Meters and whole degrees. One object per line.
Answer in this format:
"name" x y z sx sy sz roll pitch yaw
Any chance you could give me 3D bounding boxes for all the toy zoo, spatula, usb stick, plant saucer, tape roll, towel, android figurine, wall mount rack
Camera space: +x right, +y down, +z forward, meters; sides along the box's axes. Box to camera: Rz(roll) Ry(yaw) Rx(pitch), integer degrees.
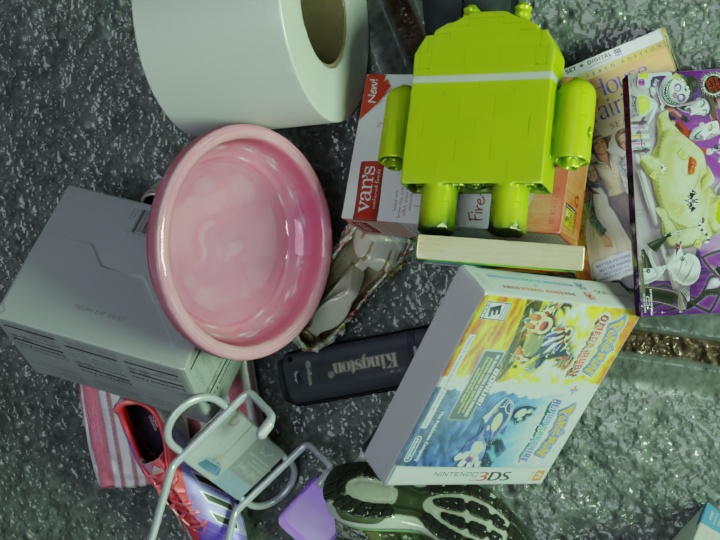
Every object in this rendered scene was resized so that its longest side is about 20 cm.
"toy zoo" 0.109 -0.012 1.123 0.131 0.200 0.021 5 89 2
"spatula" 0.000 0.186 1.278 0.056 0.021 0.200 41 108 6
"usb stick" 0.016 0.088 1.254 0.199 0.033 0.056 -12 93 22
"plant saucer" -0.109 -0.024 1.153 0.051 0.200 0.201 3 98 43
"tape roll" -0.091 -0.223 1.170 0.139 0.203 0.204 -3 95 21
"towel" -0.189 0.139 1.345 0.199 0.030 0.147 -8 94 19
"android figurine" 0.100 -0.125 1.089 0.181 0.041 0.201 0 75 25
"wall mount rack" -0.121 0.206 1.223 0.174 0.200 0.075 -45 48 -3

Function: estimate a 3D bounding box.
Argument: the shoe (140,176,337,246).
"shoe" -0.118 -0.042 1.279 0.199 0.053 0.070 18 103 16

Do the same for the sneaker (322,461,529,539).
"sneaker" 0.060 0.242 1.249 0.199 0.077 0.089 17 138 10

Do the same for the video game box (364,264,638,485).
"video game box" 0.121 0.095 1.126 0.047 0.182 0.200 50 125 42

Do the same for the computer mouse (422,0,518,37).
"computer mouse" 0.089 -0.246 1.177 0.138 0.053 0.201 -6 94 21

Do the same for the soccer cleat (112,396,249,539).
"soccer cleat" -0.176 0.202 1.292 0.068 0.073 0.201 -30 86 18

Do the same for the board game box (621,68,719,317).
"board game box" 0.282 -0.064 1.102 0.119 0.032 0.201 -4 90 -2

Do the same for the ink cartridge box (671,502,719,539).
"ink cartridge box" 0.320 0.319 1.113 0.200 0.128 0.125 41 108 11

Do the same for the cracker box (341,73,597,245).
"cracker box" 0.092 -0.095 1.141 0.199 0.058 0.135 4 79 26

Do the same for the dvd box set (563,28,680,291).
"dvd box set" 0.228 -0.088 1.153 0.146 0.029 0.201 -20 89 22

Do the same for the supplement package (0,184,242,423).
"supplement package" -0.206 0.030 1.255 0.199 0.111 0.156 14 61 19

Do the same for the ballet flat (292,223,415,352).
"ballet flat" 0.000 0.000 1.228 0.075 0.064 0.200 31 107 -14
